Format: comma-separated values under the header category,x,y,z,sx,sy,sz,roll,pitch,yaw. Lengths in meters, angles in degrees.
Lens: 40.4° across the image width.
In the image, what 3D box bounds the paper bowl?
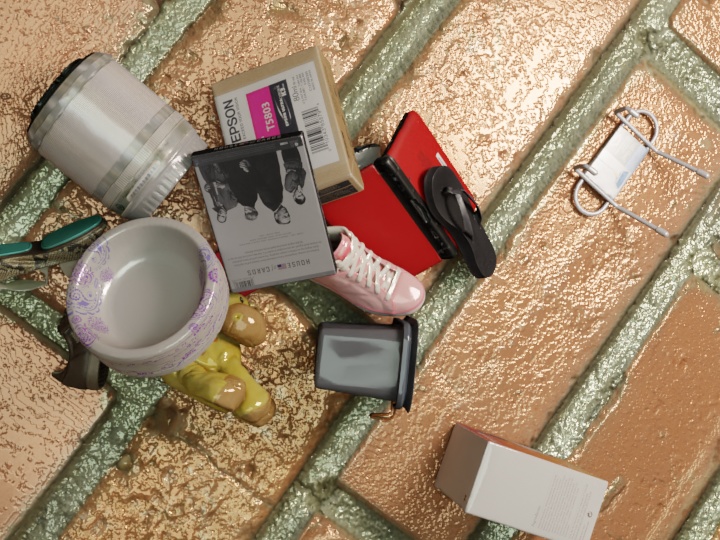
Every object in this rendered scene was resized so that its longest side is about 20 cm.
category,x,y,z,sx,sy,sz,roll,pitch,yaw
paper bowl,-0.267,0.040,1.264,0.199,0.104,0.202,-5,62,9

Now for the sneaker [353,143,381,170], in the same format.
category,x,y,z,sx,sy,sz,roll,pitch,yaw
sneaker,-0.046,-0.112,1.417,0.199,0.074,0.087,-26,103,-10

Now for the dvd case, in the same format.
category,x,y,z,sx,sy,sz,roll,pitch,yaw
dvd case,-0.124,-0.074,1.287,0.149,0.025,0.201,-10,116,7

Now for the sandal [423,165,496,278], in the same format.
category,x,y,z,sx,sy,sz,roll,pitch,yaw
sandal,0.155,-0.076,1.422,0.200,0.043,0.076,54,48,-30

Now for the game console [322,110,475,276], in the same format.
category,x,y,z,sx,sy,sz,roll,pitch,yaw
game console,0.057,-0.101,1.435,0.200,0.118,0.173,51,49,-32

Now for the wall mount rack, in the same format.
category,x,y,z,sx,sy,sz,roll,pitch,yaw
wall mount rack,0.433,-0.153,1.524,0.174,0.075,0.200,38,84,-11

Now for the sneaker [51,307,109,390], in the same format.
category,x,y,z,sx,sy,sz,roll,pitch,yaw
sneaker,-0.380,0.062,1.344,0.075,0.070,0.201,6,83,2

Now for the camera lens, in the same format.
category,x,y,z,sx,sy,sz,roll,pitch,yaw
camera lens,-0.326,-0.176,1.302,0.200,0.160,0.160,40,83,-11

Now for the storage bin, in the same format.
category,x,y,z,sx,sy,sz,roll,pitch,yaw
storage bin,0.002,0.132,1.379,0.133,0.200,0.146,6,90,-2

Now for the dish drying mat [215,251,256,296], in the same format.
category,x,y,z,sx,sy,sz,roll,pitch,yaw
dish drying mat,-0.185,0.004,1.413,0.199,0.018,0.077,-30,101,-12

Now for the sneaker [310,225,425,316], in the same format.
category,x,y,z,sx,sy,sz,roll,pitch,yaw
sneaker,0.000,0.000,1.374,0.199,0.105,0.076,22,70,3

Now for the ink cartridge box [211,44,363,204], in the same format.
category,x,y,z,sx,sy,sz,roll,pitch,yaw
ink cartridge box,-0.101,-0.184,1.342,0.164,0.075,0.201,-18,76,10

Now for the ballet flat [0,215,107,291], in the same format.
category,x,y,z,sx,sy,sz,roll,pitch,yaw
ballet flat,-0.436,-0.015,1.338,0.199,0.068,0.076,-17,117,-7

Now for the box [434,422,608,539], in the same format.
category,x,y,z,sx,sy,sz,roll,pitch,yaw
box,0.235,0.317,1.450,0.199,0.152,0.107,21,88,-13

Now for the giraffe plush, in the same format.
category,x,y,z,sx,sy,sz,roll,pitch,yaw
giraffe plush,-0.191,0.104,1.355,0.199,0.173,0.163,22,77,12
